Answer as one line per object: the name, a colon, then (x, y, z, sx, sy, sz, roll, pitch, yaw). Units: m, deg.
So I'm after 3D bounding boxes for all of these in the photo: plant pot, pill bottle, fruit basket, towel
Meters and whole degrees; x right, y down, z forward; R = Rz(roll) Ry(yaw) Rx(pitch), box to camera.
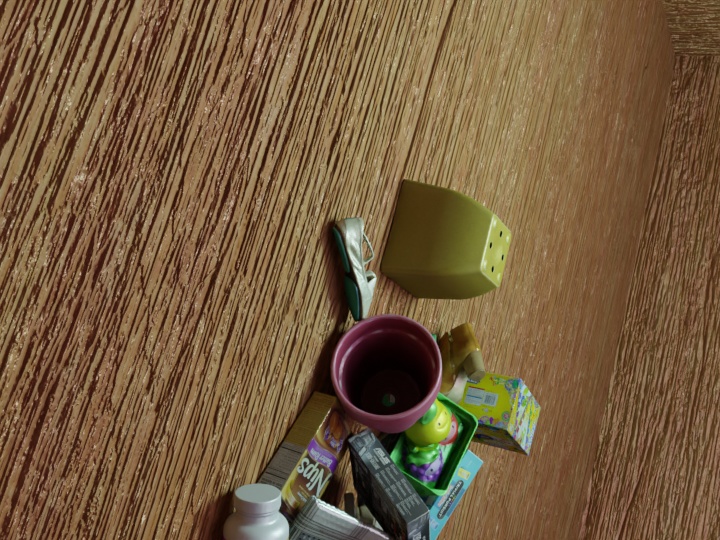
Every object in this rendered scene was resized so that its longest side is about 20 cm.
plant pot: (0.052, 0.207, 1.487, 0.180, 0.197, 0.202, 79, 32, -61)
pill bottle: (-0.163, 0.440, 1.255, 0.104, 0.103, 0.204, -7, 103, -58)
fruit basket: (0.147, 0.333, 1.648, 0.218, 0.154, 0.216, -58, 177, -5)
plant pot: (0.187, -0.050, 1.629, 0.194, 0.197, 0.199, 33, 68, -56)
towel: (-0.056, 0.495, 1.369, 0.198, 0.035, 0.194, 32, 94, -26)

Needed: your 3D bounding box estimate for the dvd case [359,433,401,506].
dvd case: (0.054, 0.408, 1.692, 0.199, 0.016, 0.152, -28, 120, -54)

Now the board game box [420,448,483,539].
board game box: (0.163, 0.467, 1.719, 0.047, 0.151, 0.201, 37, 78, -9)

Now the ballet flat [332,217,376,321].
ballet flat: (0.000, 0.000, 1.447, 0.061, 0.067, 0.203, -20, 119, -15)

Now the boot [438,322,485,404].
boot: (0.191, 0.220, 1.810, 0.070, 0.201, 0.145, 30, 29, -34)

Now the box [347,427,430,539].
box: (0.050, 0.403, 1.441, 0.049, 0.200, 0.160, -24, 136, -20)

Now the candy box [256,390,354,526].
candy box: (-0.090, 0.325, 1.398, 0.201, 0.056, 0.118, -56, 141, -34)

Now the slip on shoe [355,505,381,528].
slip on shoe: (0.009, 0.545, 1.614, 0.077, 0.059, 0.203, -94, -171, -56)

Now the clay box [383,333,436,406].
clay box: (0.108, 0.205, 1.701, 0.199, 0.047, 0.117, -24, 118, -54)

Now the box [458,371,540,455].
box: (0.289, 0.323, 1.885, 0.193, 0.197, 0.124, 49, 56, -52)

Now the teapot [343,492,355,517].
teapot: (-0.011, 0.550, 1.497, 0.201, 0.197, 0.146, -50, -172, 4)
